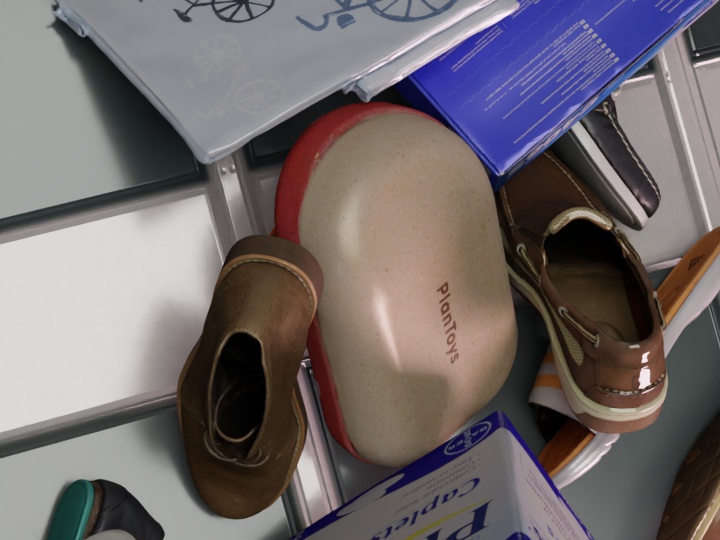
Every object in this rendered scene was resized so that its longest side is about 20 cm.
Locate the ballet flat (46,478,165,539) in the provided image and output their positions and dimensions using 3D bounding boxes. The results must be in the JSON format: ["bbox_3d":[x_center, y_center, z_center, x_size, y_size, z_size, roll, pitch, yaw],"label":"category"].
[{"bbox_3d":[-0.157,0.210,1.038,0.073,0.073,0.201,26,72,-10],"label":"ballet flat"}]

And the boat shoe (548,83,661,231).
[{"bbox_3d":[0.117,-0.115,1.139,0.060,0.076,0.200,-38,94,-9],"label":"boat shoe"}]

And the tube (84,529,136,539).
[{"bbox_3d":[-0.092,0.217,1.032,0.058,0.052,0.200,-19,127,18],"label":"tube"}]

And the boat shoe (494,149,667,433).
[{"bbox_3d":[0.121,-0.010,1.077,0.074,0.075,0.203,-14,48,-13],"label":"boat shoe"}]

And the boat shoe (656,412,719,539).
[{"bbox_3d":[0.240,0.102,1.147,0.067,0.072,0.201,35,74,-6],"label":"boat shoe"}]

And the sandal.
[{"bbox_3d":[0.141,0.041,1.131,0.059,0.079,0.207,40,68,-5],"label":"sandal"}]

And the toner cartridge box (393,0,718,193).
[{"bbox_3d":[0.117,-0.143,1.089,0.200,0.043,0.095,-40,83,-10],"label":"toner cartridge box"}]

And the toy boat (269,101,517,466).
[{"bbox_3d":[0.000,0.000,1.076,0.130,0.130,0.201,-38,133,-31],"label":"toy boat"}]

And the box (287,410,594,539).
[{"bbox_3d":[0.028,0.185,0.985,0.183,0.200,0.105,-33,103,8],"label":"box"}]

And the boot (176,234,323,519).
[{"bbox_3d":[-0.065,0.076,1.015,0.073,0.201,0.076,14,47,3],"label":"boot"}]

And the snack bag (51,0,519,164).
[{"bbox_3d":[-0.045,-0.144,1.072,0.199,0.021,0.189,-32,48,-16],"label":"snack bag"}]
